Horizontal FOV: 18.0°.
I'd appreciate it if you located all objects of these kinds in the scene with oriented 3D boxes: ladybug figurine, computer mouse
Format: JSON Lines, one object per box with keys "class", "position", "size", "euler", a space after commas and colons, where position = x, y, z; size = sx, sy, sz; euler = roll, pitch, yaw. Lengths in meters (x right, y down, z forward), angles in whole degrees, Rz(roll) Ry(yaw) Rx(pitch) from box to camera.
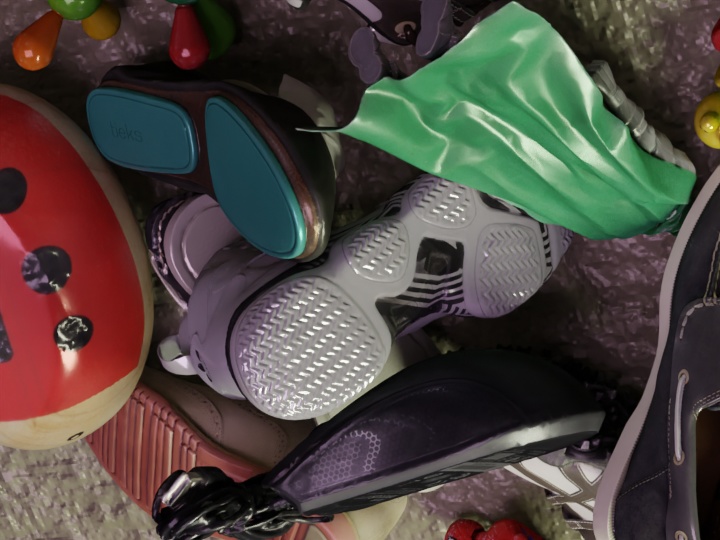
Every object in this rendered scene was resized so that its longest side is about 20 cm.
{"class": "ladybug figurine", "position": [-0.173, 0.004, 1.100], "size": [0.135, 0.072, 0.201], "euler": [-8, 116, 12]}
{"class": "computer mouse", "position": [0.010, 0.074, 1.019], "size": [0.199, 0.138, 0.053], "euler": [-18, 78, 14]}

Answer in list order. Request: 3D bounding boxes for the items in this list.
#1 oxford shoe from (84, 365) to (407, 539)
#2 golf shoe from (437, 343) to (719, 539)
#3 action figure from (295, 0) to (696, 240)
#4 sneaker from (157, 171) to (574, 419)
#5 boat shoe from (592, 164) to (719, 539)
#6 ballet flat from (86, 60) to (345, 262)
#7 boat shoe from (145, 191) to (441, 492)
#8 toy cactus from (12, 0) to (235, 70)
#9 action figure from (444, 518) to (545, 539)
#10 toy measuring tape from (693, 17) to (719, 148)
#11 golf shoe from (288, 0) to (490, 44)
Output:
{"class": "oxford shoe", "position": [-0.067, 0.095, 1.169], "size": [0.200, 0.074, 0.071], "euler": [31, 131, 25]}
{"class": "golf shoe", "position": [0.116, 0.104, 1.094], "size": [0.199, 0.078, 0.095], "euler": [21, 125, 10]}
{"class": "action figure", "position": [0.082, -0.056, 0.976], "size": [0.118, 0.055, 0.200], "euler": [-23, 144, 37]}
{"class": "sneaker", "position": [0.000, 0.000, 1.037], "size": [0.115, 0.200, 0.075], "euler": [1, 118, 56]}
{"class": "boat shoe", "position": [0.166, 0.042, 0.999], "size": [0.072, 0.068, 0.201], "euler": [17, 91, -32]}
{"class": "ballet flat", "position": [-0.052, -0.061, 1.020], "size": [0.200, 0.068, 0.068], "euler": [31, 133, 50]}
{"class": "boat shoe", "position": [-0.027, 0.034, 1.118], "size": [0.200, 0.074, 0.060], "euler": [40, 170, -22]}
{"class": "toy cactus", "position": [-0.115, -0.162, 0.993], "size": [0.165, 0.102, 0.200], "euler": [1, 131, 56]}
{"class": "action figure", "position": [0.115, 0.170, 1.113], "size": [0.200, 0.065, 0.052], "euler": [29, 87, 40]}
{"class": "toy measuring tape", "position": [0.205, -0.113, 0.934], "size": [0.074, 0.074, 0.200], "euler": [40, 126, -5]}
{"class": "golf shoe", "position": [0.047, -0.140, 0.972], "size": [0.199, 0.078, 0.095], "euler": [15, 126, 26]}
